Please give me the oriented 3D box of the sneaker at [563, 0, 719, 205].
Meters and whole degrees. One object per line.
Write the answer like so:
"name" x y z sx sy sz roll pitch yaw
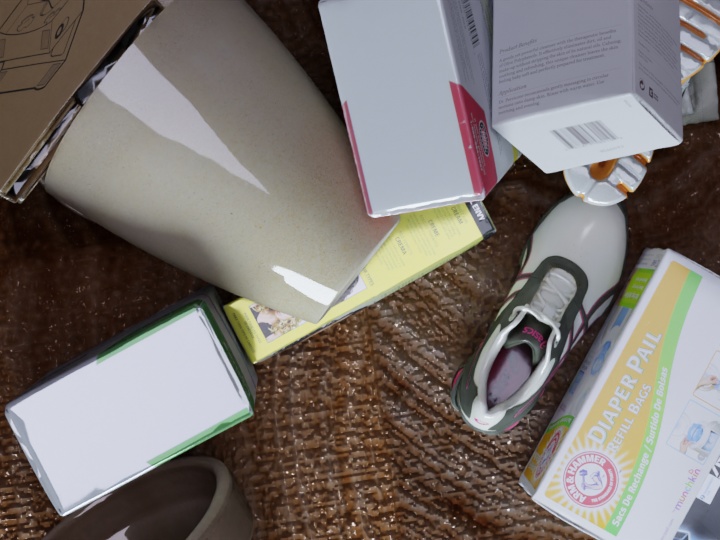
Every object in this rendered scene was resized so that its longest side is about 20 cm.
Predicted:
"sneaker" 0.199 -0.141 1.290 0.078 0.077 0.201 31 94 4

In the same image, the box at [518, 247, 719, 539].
"box" 0.206 0.096 1.303 0.101 0.112 0.201 29 91 0

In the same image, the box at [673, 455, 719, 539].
"box" 0.288 0.220 1.338 0.159 0.044 0.201 29 90 -1

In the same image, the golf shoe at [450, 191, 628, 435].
"golf shoe" 0.137 0.030 1.315 0.077 0.088 0.201 29 88 1

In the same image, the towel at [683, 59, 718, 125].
"towel" 0.159 -0.190 1.329 0.198 0.035 0.195 -9 97 0

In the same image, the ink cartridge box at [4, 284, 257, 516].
"ink cartridge box" -0.150 0.084 1.256 0.144 0.200 0.085 -28 94 0

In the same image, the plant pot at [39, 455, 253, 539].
"plant pot" -0.133 0.257 1.278 0.199 0.200 0.175 -33 109 0

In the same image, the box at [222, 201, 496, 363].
"box" 0.000 0.000 1.320 0.199 0.075 0.050 -29 88 1

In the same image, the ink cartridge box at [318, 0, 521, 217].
"ink cartridge box" 0.051 -0.132 1.230 0.083 0.200 0.147 -11 102 18

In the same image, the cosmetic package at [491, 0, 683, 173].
"cosmetic package" 0.150 -0.180 1.216 0.107 0.085 0.202 -10 65 32

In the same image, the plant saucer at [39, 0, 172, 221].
"plant saucer" -0.158 -0.129 1.340 0.198 0.029 0.203 0 90 -1

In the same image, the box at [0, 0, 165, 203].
"box" -0.218 -0.153 1.259 0.021 0.200 0.164 33 99 -36

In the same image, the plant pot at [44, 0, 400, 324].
"plant pot" -0.078 -0.062 1.231 0.200 0.187 0.188 40 90 1
